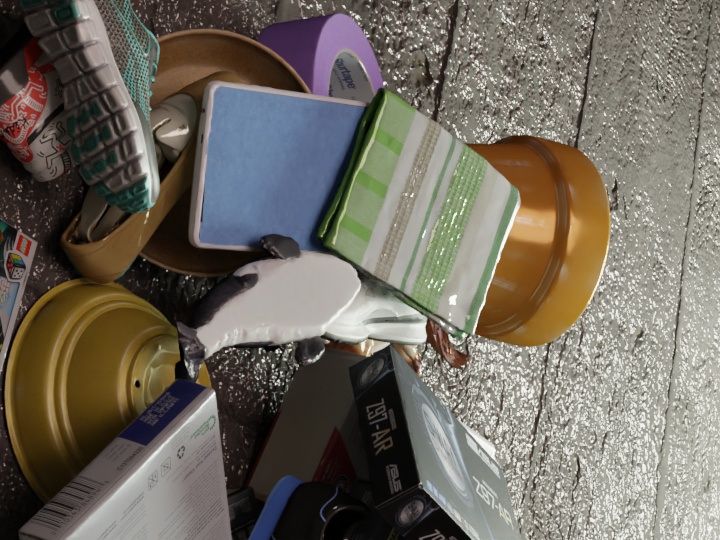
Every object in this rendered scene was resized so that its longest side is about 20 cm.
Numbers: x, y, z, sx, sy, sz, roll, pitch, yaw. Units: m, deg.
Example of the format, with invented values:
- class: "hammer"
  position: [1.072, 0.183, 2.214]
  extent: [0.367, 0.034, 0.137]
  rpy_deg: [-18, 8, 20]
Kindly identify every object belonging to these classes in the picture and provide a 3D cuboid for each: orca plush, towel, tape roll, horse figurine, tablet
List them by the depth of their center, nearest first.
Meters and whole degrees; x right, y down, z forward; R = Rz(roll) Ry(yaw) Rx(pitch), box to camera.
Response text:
- class: "orca plush"
  position: [-0.088, 0.042, 1.519]
  extent: [0.200, 0.071, 0.106]
  rpy_deg: [-44, 107, -42]
- class: "tablet"
  position: [-0.053, -0.078, 1.550]
  extent: [0.199, 0.014, 0.131]
  rpy_deg: [3, 95, -44]
- class: "towel"
  position: [0.051, -0.046, 1.633]
  extent: [0.200, 0.031, 0.150]
  rpy_deg: [33, 71, -41]
- class: "tape roll"
  position: [-0.033, -0.123, 1.702]
  extent: [0.200, 0.065, 0.201]
  rpy_deg: [-7, 90, -69]
- class: "horse figurine"
  position: [0.020, 0.071, 1.783]
  extent: [0.199, 0.050, 0.133]
  rpy_deg: [-14, 96, -47]

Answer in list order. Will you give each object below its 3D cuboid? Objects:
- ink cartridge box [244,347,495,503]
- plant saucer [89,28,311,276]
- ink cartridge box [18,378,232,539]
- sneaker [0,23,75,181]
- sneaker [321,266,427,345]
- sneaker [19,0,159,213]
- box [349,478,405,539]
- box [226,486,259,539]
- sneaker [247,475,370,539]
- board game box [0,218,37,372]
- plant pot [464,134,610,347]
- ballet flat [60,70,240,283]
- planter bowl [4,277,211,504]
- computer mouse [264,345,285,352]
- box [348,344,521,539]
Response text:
- class: "ink cartridge box"
  position: [0.012, 0.176, 1.694]
  extent: [0.200, 0.083, 0.147]
  rpy_deg: [38, 71, -42]
- class: "plant saucer"
  position: [-0.128, -0.096, 1.574]
  extent: [0.199, 0.035, 0.202]
  rpy_deg: [0, 90, -14]
- class: "ink cartridge box"
  position: [-0.164, 0.214, 1.411]
  extent: [0.196, 0.043, 0.201]
  rpy_deg: [-45, 141, -47]
- class: "sneaker"
  position: [-0.217, -0.156, 1.511]
  extent: [0.108, 0.067, 0.202]
  rpy_deg: [56, 48, -23]
- class: "sneaker"
  position: [0.000, 0.000, 1.656]
  extent: [0.200, 0.075, 0.116]
  rpy_deg: [5, 103, -54]
- class: "sneaker"
  position: [-0.181, -0.145, 1.449]
  extent: [0.091, 0.077, 0.201]
  rpy_deg: [-23, 99, -47]
- class: "box"
  position: [0.010, 0.299, 1.602]
  extent: [0.158, 0.051, 0.201]
  rpy_deg: [49, 59, -39]
- class: "box"
  position: [-0.142, 0.275, 1.523]
  extent: [0.200, 0.051, 0.159]
  rpy_deg: [-20, 98, -53]
- class: "sneaker"
  position: [-0.059, 0.256, 1.506]
  extent: [0.201, 0.078, 0.070]
  rpy_deg: [-67, 151, -21]
- class: "board game box"
  position: [-0.309, 0.040, 1.374]
  extent: [0.126, 0.034, 0.201]
  rpy_deg: [36, 55, -42]
- class: "plant pot"
  position: [0.103, -0.041, 1.821]
  extent: [0.182, 0.200, 0.201]
  rpy_deg: [12, 72, -34]
- class: "ballet flat"
  position: [-0.164, -0.081, 1.506]
  extent: [0.201, 0.068, 0.063]
  rpy_deg: [-58, 140, -7]
- class: "planter bowl"
  position: [-0.175, 0.100, 1.496]
  extent: [0.200, 0.083, 0.202]
  rpy_deg: [17, 69, -50]
- class: "computer mouse"
  position: [-0.095, -0.035, 1.659]
  extent: [0.110, 0.044, 0.201]
  rpy_deg: [33, 53, -63]
- class: "box"
  position: [0.069, 0.181, 1.594]
  extent: [0.200, 0.043, 0.161]
  rpy_deg: [49, 19, -37]
